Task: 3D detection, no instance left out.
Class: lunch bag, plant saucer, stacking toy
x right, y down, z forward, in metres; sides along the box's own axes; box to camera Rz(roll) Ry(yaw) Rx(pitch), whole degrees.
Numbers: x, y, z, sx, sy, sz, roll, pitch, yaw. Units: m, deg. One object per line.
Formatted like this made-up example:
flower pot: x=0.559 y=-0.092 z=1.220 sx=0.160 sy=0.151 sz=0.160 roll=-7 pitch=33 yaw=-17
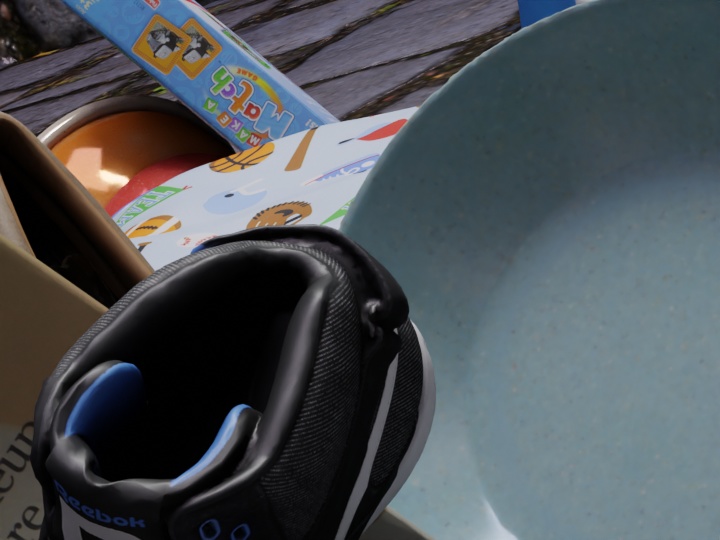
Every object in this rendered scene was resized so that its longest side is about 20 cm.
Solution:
lunch bag: x=0.000 y=0.000 z=0.914 sx=0.199 sy=0.076 sz=0.160 roll=-19 pitch=18 yaw=-3
plant saucer: x=0.078 y=0.023 z=0.697 sx=0.200 sy=0.202 sz=0.039 roll=-13 pitch=-23 yaw=28
stacking toy: x=-0.051 y=0.014 z=1.072 sx=0.146 sy=0.147 sz=0.200 roll=-27 pitch=29 yaw=-33

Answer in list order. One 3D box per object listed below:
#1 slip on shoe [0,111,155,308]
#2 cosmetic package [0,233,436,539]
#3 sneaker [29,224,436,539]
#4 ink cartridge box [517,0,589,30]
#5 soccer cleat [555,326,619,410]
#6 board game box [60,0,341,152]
slip on shoe: x=-0.063 y=0.038 z=0.746 sx=0.076 sy=0.200 sz=0.061 roll=-10 pitch=-37 yaw=-54
cosmetic package: x=-0.087 y=0.053 z=0.634 sx=0.105 sy=0.200 sz=0.071 roll=-57 pitch=17 yaw=-5
sneaker: x=-0.056 y=0.077 z=0.543 sx=0.073 sy=0.200 sz=0.112 roll=24 pitch=-11 yaw=16
ink cartridge box: x=0.170 y=-0.073 z=0.943 sx=0.144 sy=0.084 sz=0.200 roll=-20 pitch=27 yaw=-22
soccer cleat: x=0.028 y=0.054 z=0.812 sx=0.068 sy=0.073 sz=0.200 roll=-28 pitch=14 yaw=-37
board game box: x=-0.035 y=-0.063 z=1.120 sx=0.037 sy=0.200 sz=0.151 roll=-51 pitch=-3 yaw=3
